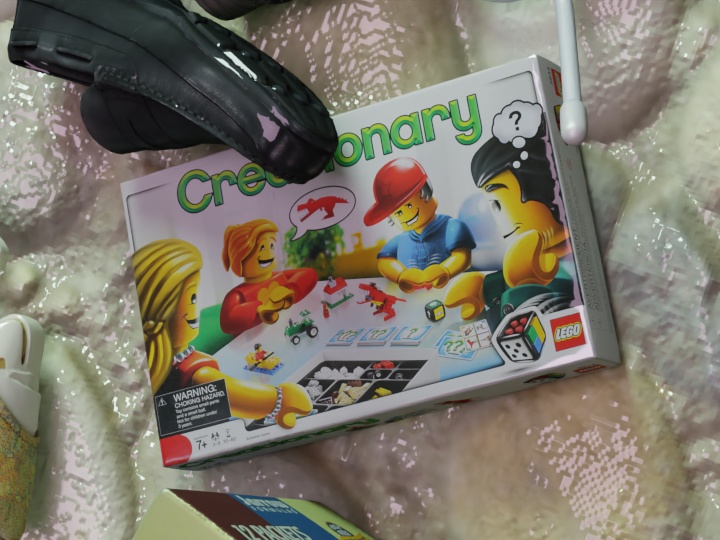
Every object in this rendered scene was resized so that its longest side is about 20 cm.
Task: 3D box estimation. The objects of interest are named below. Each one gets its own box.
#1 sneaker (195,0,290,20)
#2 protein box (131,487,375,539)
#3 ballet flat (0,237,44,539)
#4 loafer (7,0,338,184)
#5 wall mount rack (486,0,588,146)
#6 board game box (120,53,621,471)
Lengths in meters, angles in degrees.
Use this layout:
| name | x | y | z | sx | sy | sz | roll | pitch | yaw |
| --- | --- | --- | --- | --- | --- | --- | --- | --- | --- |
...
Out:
| name | x | y | z | sx | sy | sz | roll | pitch | yaw |
| --- | --- | --- | --- | --- | --- | --- | --- | --- | --- |
| sneaker | -0.031 | -0.216 | 0.963 | 0.113 | 0.076 | 0.201 | -13 | 81 | 21 |
| protein box | -0.021 | 0.221 | 0.867 | 0.198 | 0.135 | 0.201 | 33 | 98 | 25 |
| ballet flat | -0.178 | 0.021 | 1.008 | 0.070 | 0.071 | 0.201 | -34 | 71 | 17 |
| loafer | -0.083 | -0.077 | 0.957 | 0.200 | 0.068 | 0.071 | 35 | 97 | 42 |
| wall mount rack | 0.118 | -0.144 | 0.881 | 0.199 | 0.074 | 0.175 | -23 | 74 | 18 |
| board game box | 0.000 | 0.000 | 0.941 | 0.199 | 0.035 | 0.127 | -16 | 76 | 22 |
